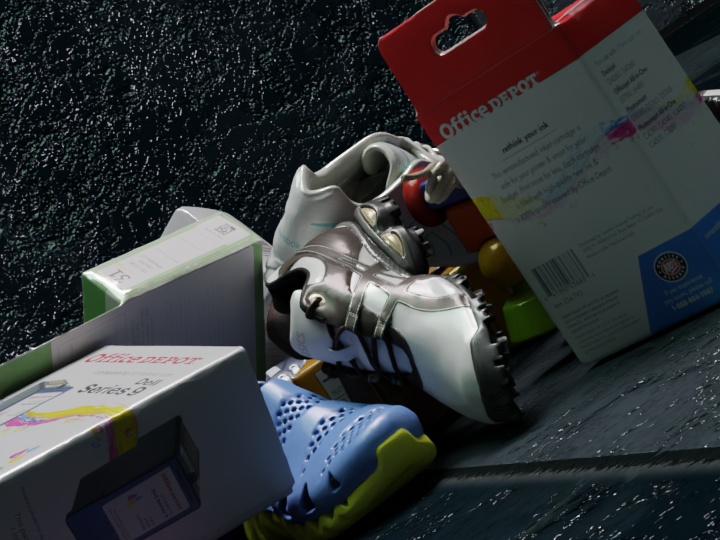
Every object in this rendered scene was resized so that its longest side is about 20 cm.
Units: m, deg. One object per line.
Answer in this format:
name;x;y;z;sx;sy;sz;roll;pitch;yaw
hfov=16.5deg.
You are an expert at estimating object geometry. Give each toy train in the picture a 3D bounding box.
toy train;0.078;-0.012;1.350;0.085;0.116;0.200;-21;2;27

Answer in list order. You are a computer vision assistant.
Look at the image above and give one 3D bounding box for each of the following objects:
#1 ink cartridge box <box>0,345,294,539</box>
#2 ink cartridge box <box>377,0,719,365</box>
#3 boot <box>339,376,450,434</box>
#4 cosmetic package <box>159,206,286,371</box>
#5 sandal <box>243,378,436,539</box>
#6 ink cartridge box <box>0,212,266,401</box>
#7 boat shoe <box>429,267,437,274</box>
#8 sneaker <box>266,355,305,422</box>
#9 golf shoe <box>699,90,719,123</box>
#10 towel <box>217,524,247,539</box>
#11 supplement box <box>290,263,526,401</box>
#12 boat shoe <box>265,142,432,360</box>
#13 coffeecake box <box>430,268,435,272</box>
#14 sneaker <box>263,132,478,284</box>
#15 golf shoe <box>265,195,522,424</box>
ink cartridge box;-0.156;0.114;1.256;0.200;0.088;0.145;-26;15;-33
ink cartridge box;0.111;-0.065;1.254;0.116;0.200;0.067;-30;5;47
boot;0.030;0.061;1.415;0.075;0.074;0.200;-25;1;4
cosmetic package;-0.122;0.065;1.719;0.200;0.102;0.074;-60;-27;12
sandal;-0.031;0.095;1.317;0.079;0.087;0.200;-34;5;-28
ink cartridge box;-0.141;0.069;1.410;0.200;0.146;0.048;-25;41;-33
boat shoe;0.104;-0.005;1.645;0.066;0.072;0.200;-42;-1;-36
sneaker;-0.044;0.091;1.638;0.108;0.070;0.200;-33;0;41
golf shoe;0.204;-0.071;1.400;0.094;0.078;0.200;-35;5;-25
towel;-0.128;0.116;1.535;0.148;0.050;0.200;-22;27;2
supplement box;0.058;0.033;1.541;0.200;0.069;0.067;-31;3;13
boat shoe;0.000;0.000;1.519;0.073;0.075;0.200;-43;1;44
coffeecake box;0.044;0.015;1.837;0.153;0.073;0.200;-33;4;-7
sneaker;0.032;-0.042;1.445;0.200;0.070;0.080;-23;-46;-40
golf shoe;0.016;0.037;1.304;0.094;0.078;0.200;-24;29;-13
